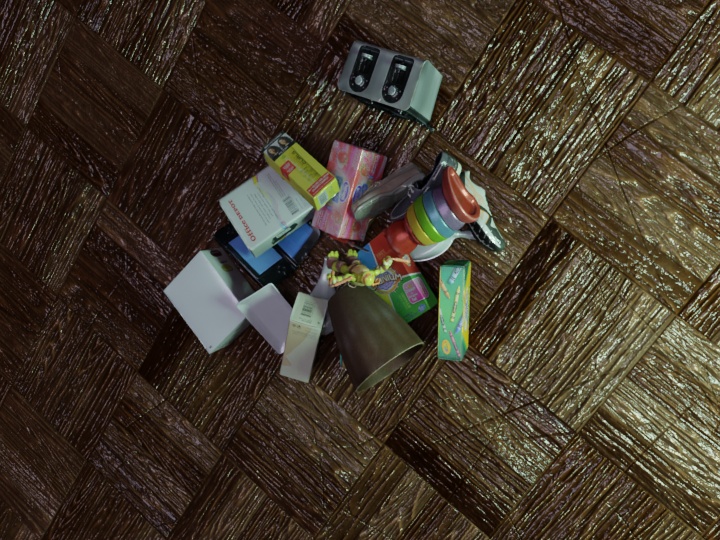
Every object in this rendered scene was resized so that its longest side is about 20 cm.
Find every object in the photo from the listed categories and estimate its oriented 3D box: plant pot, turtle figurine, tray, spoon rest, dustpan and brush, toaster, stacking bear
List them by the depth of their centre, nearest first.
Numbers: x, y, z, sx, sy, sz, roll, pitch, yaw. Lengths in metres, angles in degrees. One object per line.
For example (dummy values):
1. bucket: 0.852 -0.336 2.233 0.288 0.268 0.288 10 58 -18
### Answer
1. stacking bear: 0.138 -0.104 1.308 0.198 0.115 0.122 -32 110 29
2. toaster: 0.073 -0.400 1.347 0.177 0.199 0.122 24 100 21
3. turtle figurine: 0.000 0.000 1.366 0.195 0.161 0.066 -19 116 -21
4. plant pot: 0.015 0.133 1.393 0.186 0.186 0.203 -39 73 17
5. dustpan and brush: 0.186 -0.087 1.415 0.194 0.057 0.145 5 90 23
6. spoon rest: -0.086 0.061 1.508 0.096 0.061 0.206 10 107 -8
7. tray: -0.207 0.115 1.511 0.105 0.022 0.202 -29 128 8

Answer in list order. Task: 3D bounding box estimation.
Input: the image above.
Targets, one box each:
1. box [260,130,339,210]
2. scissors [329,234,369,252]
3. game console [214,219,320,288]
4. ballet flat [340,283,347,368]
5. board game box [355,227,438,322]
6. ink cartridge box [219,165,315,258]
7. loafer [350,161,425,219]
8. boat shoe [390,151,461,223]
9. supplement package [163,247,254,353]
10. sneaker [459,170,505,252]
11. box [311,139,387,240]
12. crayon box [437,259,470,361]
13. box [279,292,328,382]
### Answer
1. box: -0.137 -0.226 1.393 0.075 0.050 0.200 -40 64 -11
2. scissors: -0.029 -0.062 1.409 0.071 0.200 0.014 20 97 -13
3. game console: -0.226 -0.086 1.504 0.200 0.172 0.120 43 139 8
4. ballet flat: -0.018 0.136 1.493 0.061 0.069 0.207 2 98 3
5. board game box: 0.071 0.025 1.433 0.152 0.040 0.203 -36 84 43
6. ink cartridge box: -0.213 -0.151 1.466 0.197 0.083 0.148 -35 82 -8
7. loafer: 0.057 -0.181 1.401 0.196 0.073 0.064 -28 66 -17
8. boat shoe: 0.129 -0.182 1.360 0.199 0.074 0.062 -41 125 21
9. supplement package: -0.367 0.073 1.568 0.155 0.111 0.202 -41 84 17
10. sneaker: 0.261 -0.134 1.364 0.079 0.074 0.202 -34 82 -11
11. box: -0.026 -0.182 1.424 0.093 0.101 0.206 25 103 37
12. crayon box: 0.210 0.085 1.386 0.056 0.119 0.207 3 97 16
13. box: -0.134 0.161 1.463 0.075 0.096 0.204 15 131 -1
